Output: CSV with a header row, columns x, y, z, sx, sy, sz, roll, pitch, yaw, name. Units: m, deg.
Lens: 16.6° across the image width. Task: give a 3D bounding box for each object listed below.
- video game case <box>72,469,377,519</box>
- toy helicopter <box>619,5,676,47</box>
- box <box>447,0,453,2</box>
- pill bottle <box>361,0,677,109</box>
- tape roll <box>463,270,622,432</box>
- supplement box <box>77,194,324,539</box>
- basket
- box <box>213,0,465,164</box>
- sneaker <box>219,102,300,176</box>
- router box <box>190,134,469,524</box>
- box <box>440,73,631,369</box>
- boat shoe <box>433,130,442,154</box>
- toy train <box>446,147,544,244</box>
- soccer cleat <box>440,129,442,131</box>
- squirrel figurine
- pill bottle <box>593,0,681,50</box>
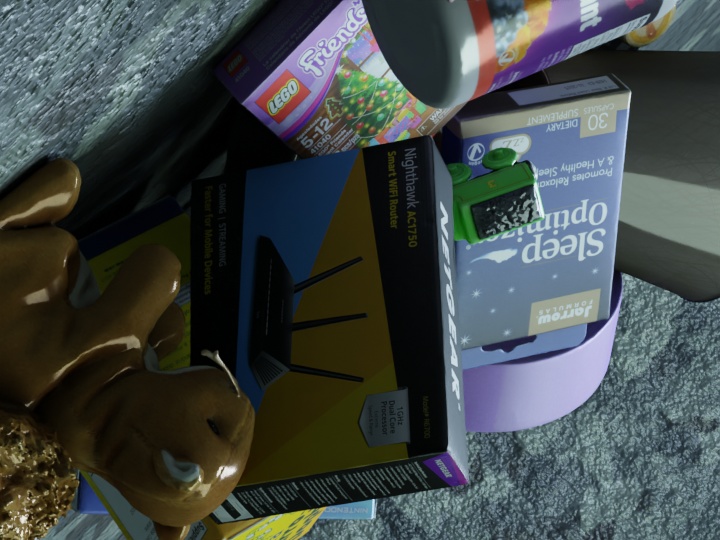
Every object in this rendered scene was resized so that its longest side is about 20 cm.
x,y,z,sx,sy,sz,roll,pitch,yaw,name
-0.112,0.123,1.612,0.199,0.046,0.181,4,-175,-22,video game case
0.144,-0.197,1.591,0.199,0.079,0.133,18,111,-48,toy helicopter
0.079,-0.241,1.218,0.200,0.095,0.100,-44,171,-1,box
0.107,-0.173,1.342,0.199,0.112,0.112,-24,165,-19,pill bottle
0.081,0.021,1.733,0.200,0.200,0.066,-37,147,-40,tape roll
-0.110,0.078,1.465,0.109,0.200,0.109,-28,165,-32,supplement box
0.172,-0.076,1.664,0.199,0.136,0.181,8,107,-33,basket
0.027,-0.143,1.423,0.200,0.039,0.137,-45,139,5,box
-0.057,-0.041,1.551,0.108,0.067,0.202,-32,151,-56,sneaker
-0.020,0.032,1.383,0.148,0.201,0.051,-11,150,13,router box
0.105,-0.021,1.566,0.120,0.032,0.201,-12,124,-21,box
0.000,0.000,1.538,0.200,0.071,0.065,-57,157,-22,boat shoe
0.016,-0.021,1.477,0.199,0.042,0.056,-20,-147,-3,toy train
0.062,-0.160,1.679,0.200,0.069,0.078,-56,-162,24,soccer cleat
-0.159,0.075,1.296,0.200,0.187,0.142,-39,171,-29,squirrel figurine
0.166,-0.209,1.712,0.200,0.116,0.116,-49,170,30,pill bottle
